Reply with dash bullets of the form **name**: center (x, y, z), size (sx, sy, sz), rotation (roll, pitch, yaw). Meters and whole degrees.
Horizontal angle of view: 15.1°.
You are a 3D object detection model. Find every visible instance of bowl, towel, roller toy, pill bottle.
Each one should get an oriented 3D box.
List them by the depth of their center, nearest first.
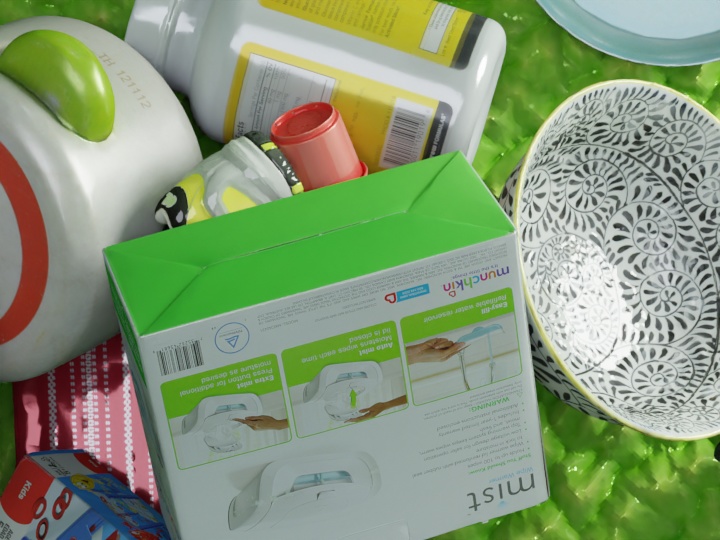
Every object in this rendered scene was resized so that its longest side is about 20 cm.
- **roller toy**: center (-0.184, -0.042, 1.489), size (0.200, 0.140, 0.183), rotation (-5, 105, 36)
- **bowl**: center (0.135, 0.004, 1.493), size (0.200, 0.094, 0.201), rotation (12, 69, -34)
- **pill bottle**: center (-0.027, -0.113, 1.517), size (0.200, 0.112, 0.112), rotation (18, 89, 5)
- **towel**: center (-0.103, 0.104, 1.558), size (0.199, 0.022, 0.145), rotation (-3, 85, 2)

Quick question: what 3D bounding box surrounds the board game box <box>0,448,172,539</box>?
- **board game box**: center (-0.146, 0.234, 1.483), size (0.196, 0.056, 0.200), rotation (35, 105, 27)

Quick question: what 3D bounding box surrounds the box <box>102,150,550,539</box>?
- **box**: center (-0.015, 0.057, 1.411), size (0.200, 0.097, 0.177), rotation (-16, 124, -9)

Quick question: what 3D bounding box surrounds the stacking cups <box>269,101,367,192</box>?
- **stacking cups**: center (0.000, 0.000, 1.493), size (0.060, 0.061, 0.200), rotation (-19, 115, 3)

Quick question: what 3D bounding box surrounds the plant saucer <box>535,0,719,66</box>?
- **plant saucer**: center (0.178, -0.215, 1.551), size (0.200, 0.027, 0.201), rotation (0, 87, 4)

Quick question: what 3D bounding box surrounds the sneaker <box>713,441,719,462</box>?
- **sneaker**: center (0.266, 0.170, 1.505), size (0.200, 0.080, 0.086), rotation (44, 101, 10)

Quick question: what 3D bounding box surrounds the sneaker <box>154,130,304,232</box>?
- **sneaker**: center (-0.066, 0.018, 1.477), size (0.076, 0.075, 0.200), rotation (-24, 126, -19)
